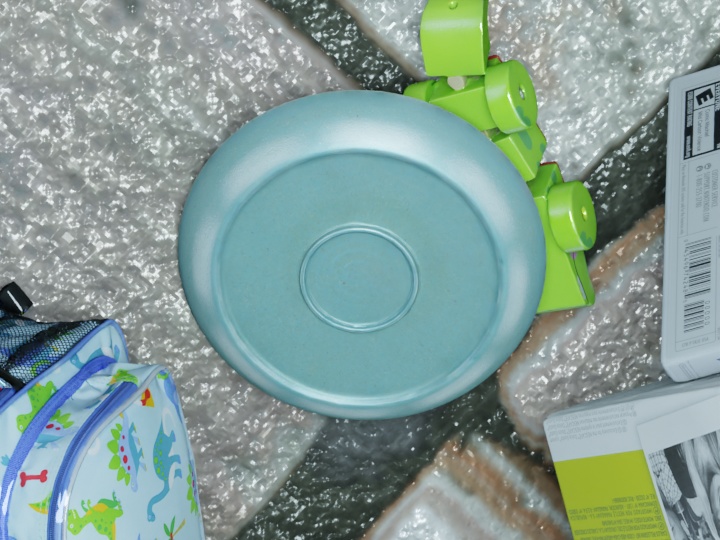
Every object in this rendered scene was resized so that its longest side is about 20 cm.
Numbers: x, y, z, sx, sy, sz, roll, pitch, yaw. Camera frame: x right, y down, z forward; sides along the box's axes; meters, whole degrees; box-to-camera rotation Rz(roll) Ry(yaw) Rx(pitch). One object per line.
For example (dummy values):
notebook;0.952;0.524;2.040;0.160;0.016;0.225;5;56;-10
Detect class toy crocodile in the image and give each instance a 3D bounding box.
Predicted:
toy crocodile;0.079;-0.061;1.368;0.067;0.062;0.200;-13;119;27

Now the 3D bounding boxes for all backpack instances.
backpack;-0.175;0.129;1.273;0.146;0.200;0.184;6;115;29

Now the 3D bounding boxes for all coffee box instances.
coffee box;0.247;0.138;1.330;0.199;0.200;0.199;-15;88;-27

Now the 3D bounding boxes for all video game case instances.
video game case;0.243;-0.046;1.304;0.182;0.201;0.022;-16;135;27

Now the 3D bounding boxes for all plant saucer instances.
plant saucer;0.000;0.000;1.352;0.199;0.027;0.201;1;119;2
